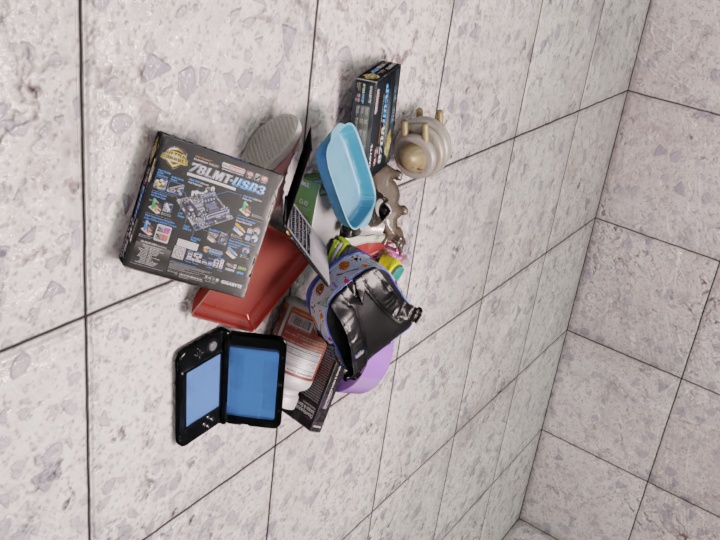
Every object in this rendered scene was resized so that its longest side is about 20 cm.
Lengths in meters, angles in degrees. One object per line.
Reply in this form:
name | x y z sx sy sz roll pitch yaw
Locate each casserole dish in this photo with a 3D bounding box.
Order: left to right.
casserole dish | -0.028 -0.170 1.542 0.122 0.038 0.203 -54 136 -43

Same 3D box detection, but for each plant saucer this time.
plant saucer | -0.188 0.008 1.487 0.201 0.037 0.199 -51 153 8

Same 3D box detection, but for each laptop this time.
laptop | -0.072 -0.112 1.451 0.115 0.188 0.201 -33 109 9

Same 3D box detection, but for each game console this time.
game console | -0.233 0.217 1.521 0.175 0.115 0.204 -29 133 -49

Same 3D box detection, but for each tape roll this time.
tape roll | -0.022 0.148 1.742 0.065 0.199 0.204 13 99 -43

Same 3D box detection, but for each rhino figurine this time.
rhino figurine | 0.061 -0.128 1.770 0.087 0.059 0.205 -13 92 -66

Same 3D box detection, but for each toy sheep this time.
toy sheep | 0.135 -0.268 1.817 0.200 0.135 0.141 -41 142 -50

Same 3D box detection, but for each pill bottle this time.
pill bottle | -0.130 0.162 1.666 0.112 0.111 0.204 21 92 -61

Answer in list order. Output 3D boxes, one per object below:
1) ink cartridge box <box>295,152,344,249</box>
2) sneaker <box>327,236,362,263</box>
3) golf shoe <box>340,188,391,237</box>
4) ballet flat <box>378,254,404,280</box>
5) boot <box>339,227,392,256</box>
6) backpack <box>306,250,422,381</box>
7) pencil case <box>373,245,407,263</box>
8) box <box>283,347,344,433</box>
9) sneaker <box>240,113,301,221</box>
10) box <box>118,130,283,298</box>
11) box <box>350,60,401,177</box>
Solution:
ink cartridge box | -0.078 -0.131 1.607 0.103 0.058 0.204 -18 124 -56
sneaker | 0.000 0.000 1.694 0.075 0.080 0.199 -58 153 1
golf shoe | 0.016 -0.131 1.681 0.202 0.092 0.079 -82 -179 -47
ballet flat | 0.018 0.056 1.820 0.202 0.067 0.067 -58 157 5
boot | -0.005 -0.023 1.805 0.198 0.072 0.147 -15 123 -47
backpack | -0.008 0.061 1.550 0.199 0.153 0.192 -41 140 -16
pencil case | 0.033 0.039 1.890 0.204 0.085 0.083 -68 158 1
box | -0.096 0.206 1.723 0.036 0.142 0.204 22 91 -43
sneaker | -0.155 -0.161 1.440 0.203 0.074 0.105 -59 152 -10
box | -0.237 -0.080 1.274 0.196 0.050 0.203 16 96 -27
box | 0.026 -0.290 1.654 0.159 0.045 0.204 -49 150 -59
